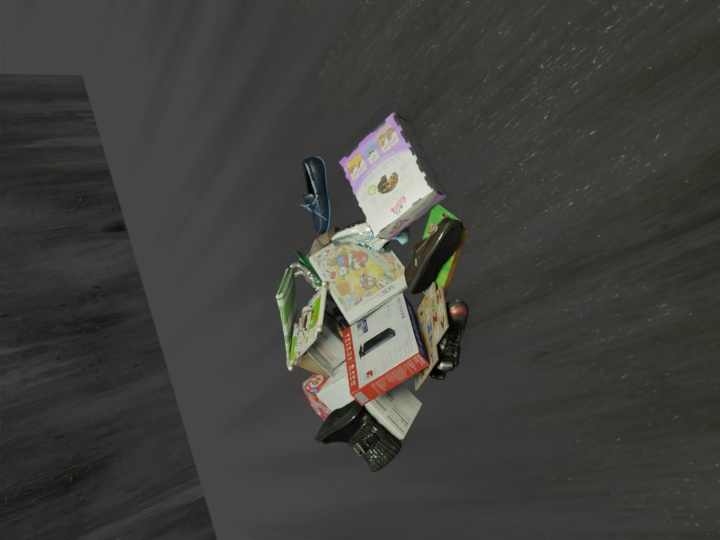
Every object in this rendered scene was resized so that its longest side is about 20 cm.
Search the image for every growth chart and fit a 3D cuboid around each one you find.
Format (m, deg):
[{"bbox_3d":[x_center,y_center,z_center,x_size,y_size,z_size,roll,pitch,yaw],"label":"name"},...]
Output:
[{"bbox_3d":[-0.123,0.127,1.332,0.201,0.017,0.147,-52,29,43],"label":"growth chart"}]

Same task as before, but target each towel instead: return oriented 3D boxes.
[{"bbox_3d":[-0.181,0.117,1.431,0.154,0.023,0.205,-83,-9,-63],"label":"towel"}]

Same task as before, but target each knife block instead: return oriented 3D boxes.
[{"bbox_3d":[-0.088,0.242,1.496,0.064,0.200,0.176,-38,99,13],"label":"knife block"}]

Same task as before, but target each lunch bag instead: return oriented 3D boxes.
[{"bbox_3d":[-0.069,0.386,1.586,0.198,0.082,0.179,16,138,50],"label":"lunch bag"}]

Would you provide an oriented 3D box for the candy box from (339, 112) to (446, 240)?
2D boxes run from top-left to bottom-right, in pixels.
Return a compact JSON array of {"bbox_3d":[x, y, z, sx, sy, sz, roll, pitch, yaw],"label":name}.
[{"bbox_3d":[0.066,-0.196,1.206,0.166,0.071,0.204,-35,67,27],"label":"candy box"}]

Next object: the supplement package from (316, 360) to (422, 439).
[{"bbox_3d":[0.020,0.315,1.381,0.200,0.111,0.155,46,140,-4],"label":"supplement package"}]

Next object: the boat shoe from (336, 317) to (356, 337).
[{"bbox_3d":[0.029,0.180,1.406,0.200,0.072,0.066,41,114,7],"label":"boat shoe"}]

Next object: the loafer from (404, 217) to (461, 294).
[{"bbox_3d":[0.137,-0.039,1.170,0.072,0.072,0.202,56,134,30],"label":"loafer"}]

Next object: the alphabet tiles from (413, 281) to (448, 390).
[{"bbox_3d":[0.144,0.133,1.208,0.202,0.007,0.170,111,162,-48],"label":"alphabet tiles"}]

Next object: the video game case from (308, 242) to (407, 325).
[{"bbox_3d":[0.000,0.000,1.333,0.202,0.180,0.023,54,170,27],"label":"video game case"}]

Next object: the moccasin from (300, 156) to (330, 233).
[{"bbox_3d":[-0.129,-0.200,1.521,0.080,0.067,0.206,-1,97,56],"label":"moccasin"}]

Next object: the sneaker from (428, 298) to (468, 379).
[{"bbox_3d":[0.184,0.154,1.193,0.099,0.069,0.203,-100,23,-48],"label":"sneaker"}]

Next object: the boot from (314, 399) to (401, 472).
[{"bbox_3d":[-0.011,0.404,1.337,0.158,0.080,0.211,45,140,-4],"label":"boot"}]

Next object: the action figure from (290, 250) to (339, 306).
[{"bbox_3d":[-0.087,0.041,1.389,0.198,0.055,0.119,34,161,25],"label":"action figure"}]

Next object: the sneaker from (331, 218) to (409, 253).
[{"bbox_3d":[0.023,-0.075,1.306,0.196,0.077,0.088,-14,101,25],"label":"sneaker"}]

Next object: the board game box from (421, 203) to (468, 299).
[{"bbox_3d":[0.168,-0.036,1.213,0.095,0.029,0.204,42,134,37],"label":"board game box"}]

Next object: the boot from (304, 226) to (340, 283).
[{"bbox_3d":[-0.097,-0.017,1.486,0.146,0.069,0.203,-46,27,31],"label":"boot"}]

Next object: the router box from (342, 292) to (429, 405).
[{"bbox_3d":[0.050,0.169,1.250,0.178,0.049,0.202,-34,32,15],"label":"router box"}]

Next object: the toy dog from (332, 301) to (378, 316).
[{"bbox_3d":[-0.002,0.049,1.435,0.196,0.095,0.136,0,97,38],"label":"toy dog"}]

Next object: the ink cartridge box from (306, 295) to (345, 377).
[{"bbox_3d":[-0.080,0.162,1.439,0.066,0.201,0.116,-37,112,15],"label":"ink cartridge box"}]
